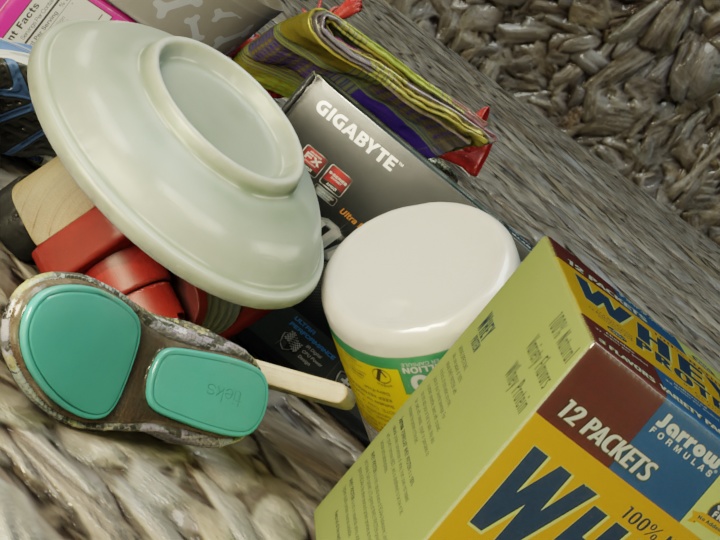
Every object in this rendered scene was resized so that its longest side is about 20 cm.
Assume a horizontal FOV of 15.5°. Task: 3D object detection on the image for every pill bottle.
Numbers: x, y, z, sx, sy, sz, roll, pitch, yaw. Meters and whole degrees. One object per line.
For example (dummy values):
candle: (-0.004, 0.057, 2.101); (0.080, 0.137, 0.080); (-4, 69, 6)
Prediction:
pill bottle: (0.054, 0.068, 1.505); (0.113, 0.113, 0.200); (51, -16, 47)

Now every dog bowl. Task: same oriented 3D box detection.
dog bowl: (-0.146, -0.211, 1.741); (0.200, 0.059, 0.200); (37, 10, -7)

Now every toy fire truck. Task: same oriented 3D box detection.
toy fire truck: (-0.083, 0.013, 1.473); (0.200, 0.129, 0.176); (63, 21, 12)

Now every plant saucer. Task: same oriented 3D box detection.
plant saucer: (-0.085, -0.070, 1.410); (0.200, 0.050, 0.200); (35, 27, -21)

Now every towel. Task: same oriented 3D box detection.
towel: (-0.003, -0.112, 1.697); (0.144, 0.023, 0.200); (33, -12, -15)

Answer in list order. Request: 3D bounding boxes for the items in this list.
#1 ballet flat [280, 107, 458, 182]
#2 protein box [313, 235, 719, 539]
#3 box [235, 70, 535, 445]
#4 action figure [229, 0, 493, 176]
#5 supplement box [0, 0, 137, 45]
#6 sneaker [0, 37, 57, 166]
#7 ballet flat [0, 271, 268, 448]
ballet flat: (-0.033, -0.082, 1.840); (0.068, 0.200, 0.075); (102, -19, -63)
protein box: (0.092, 0.121, 1.329); (0.135, 0.200, 0.199); (37, 10, -12)
box: (0.000, 0.000, 1.631); (0.200, 0.159, 0.046); (40, 6, 3)
action figure: (0.005, -0.144, 1.812); (0.200, 0.099, 0.065); (20, -21, 16)
supplement box: (-0.177, -0.136, 1.748); (0.200, 0.103, 0.101); (34, 11, -33)
sneaker: (-0.182, -0.096, 1.637); (0.200, 0.076, 0.077); (35, 10, -45)
ballet flat: (-0.127, 0.045, 1.303); (0.072, 0.072, 0.200); (47, 12, 35)
